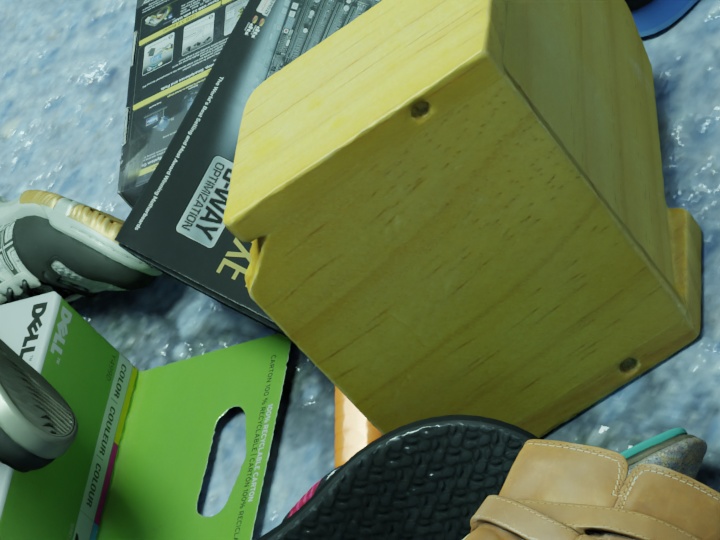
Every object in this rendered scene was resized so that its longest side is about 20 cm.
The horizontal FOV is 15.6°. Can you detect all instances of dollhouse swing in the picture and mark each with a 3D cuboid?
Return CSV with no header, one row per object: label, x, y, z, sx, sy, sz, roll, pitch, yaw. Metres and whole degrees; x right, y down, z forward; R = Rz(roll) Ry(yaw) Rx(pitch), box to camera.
dollhouse swing,0.041,-0.058,1.161,0.181,0.200,0.176,-33,42,12

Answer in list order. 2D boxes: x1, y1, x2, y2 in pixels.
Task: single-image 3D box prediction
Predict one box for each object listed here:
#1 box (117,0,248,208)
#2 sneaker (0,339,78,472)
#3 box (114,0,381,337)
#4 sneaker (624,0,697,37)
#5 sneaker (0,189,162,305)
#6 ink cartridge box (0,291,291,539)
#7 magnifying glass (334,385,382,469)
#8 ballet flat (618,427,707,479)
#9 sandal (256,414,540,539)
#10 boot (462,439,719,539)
box,-0.032,-0.121,1.396,0.199,0.049,0.162,-22,42,23
sneaker,-0.207,0.073,1.241,0.106,0.075,0.200,-51,32,-3
box,-0.007,-0.065,1.274,0.157,0.050,0.201,26,85,36
sneaker,0.173,-0.208,1.281,0.200,0.078,0.070,-50,40,-8
sneaker,-0.178,0.005,1.401,0.199,0.075,0.088,7,76,46
ink cartridge box,-0.143,0.087,1.281,0.199,0.076,0.148,-14,47,31
magnifying glass,0.000,0.000,1.200,0.079,0.022,0.201,-8,71,22
ballet flat,0.067,0.134,1.067,0.199,0.068,0.067,-26,71,-14
sandal,0.000,0.117,1.148,0.199,0.075,0.045,-32,10,22
boot,0.116,0.155,0.983,0.199,0.077,0.156,20,49,14
